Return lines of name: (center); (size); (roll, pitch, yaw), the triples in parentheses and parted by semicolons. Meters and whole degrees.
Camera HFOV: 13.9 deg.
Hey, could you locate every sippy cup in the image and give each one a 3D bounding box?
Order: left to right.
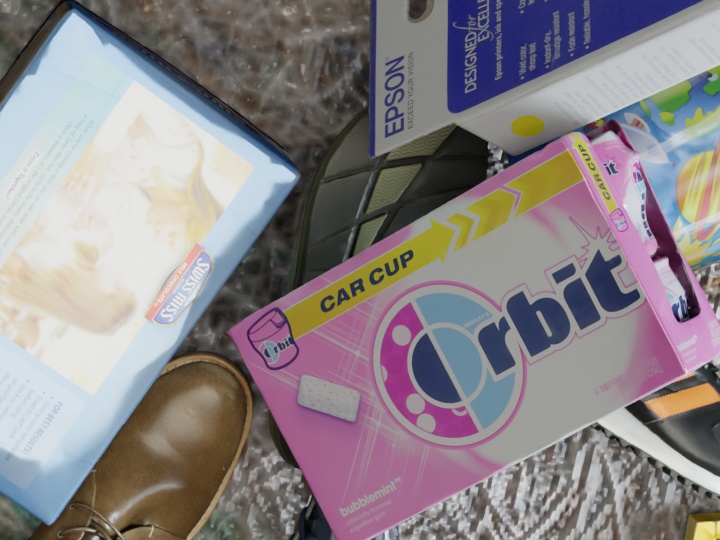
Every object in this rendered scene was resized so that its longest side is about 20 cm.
sippy cup: (0.143, -0.055, 1.366); (0.130, 0.178, 0.140); (-29, 129, -16)

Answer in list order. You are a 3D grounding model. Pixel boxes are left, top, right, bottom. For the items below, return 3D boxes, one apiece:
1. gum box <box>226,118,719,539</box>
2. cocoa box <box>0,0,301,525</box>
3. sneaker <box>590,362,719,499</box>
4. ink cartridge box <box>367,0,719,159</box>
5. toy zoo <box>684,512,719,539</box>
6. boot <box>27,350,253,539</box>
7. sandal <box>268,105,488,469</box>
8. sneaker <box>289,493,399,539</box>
gum box: (0.056, 0.028, 1.299); (0.200, 0.066, 0.114); (-29, 86, 26)
cocoa box: (-0.138, -0.008, 1.357); (0.133, 0.131, 0.200); (35, 92, -9)
sneaker: (0.144, 0.040, 1.425); (0.200, 0.070, 0.090); (31, 96, -7)
ink cartridge box: (0.097, -0.149, 1.322); (0.200, 0.198, 0.047); (-24, 135, 29)
toy zoo: (0.234, 0.184, 1.477); (0.199, 0.020, 0.132); (-2, 98, -6)
boot: (-0.120, 0.126, 1.406); (0.074, 0.075, 0.200); (40, 91, -8)
sandal: (-0.001, 0.001, 1.416); (0.080, 0.057, 0.202); (16, 110, -13)
sneaker: (-0.025, 0.159, 1.412); (0.082, 0.070, 0.201); (3, 105, -6)
